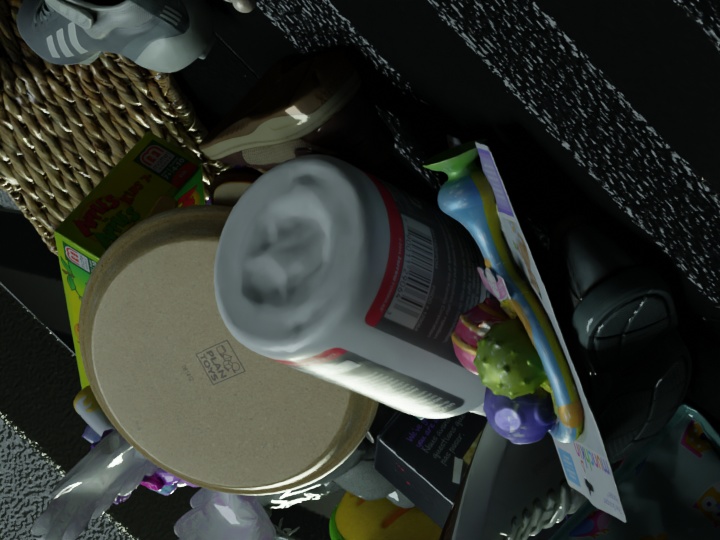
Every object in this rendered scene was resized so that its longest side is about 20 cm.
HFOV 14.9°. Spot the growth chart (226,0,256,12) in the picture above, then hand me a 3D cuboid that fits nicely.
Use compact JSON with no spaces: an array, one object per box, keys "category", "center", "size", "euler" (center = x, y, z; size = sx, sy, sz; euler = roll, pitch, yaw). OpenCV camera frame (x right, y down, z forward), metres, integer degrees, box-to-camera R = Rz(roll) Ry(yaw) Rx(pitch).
[{"category":"growth chart","center":[-0.144,-0.224,1.477],"size":[0.200,0.018,0.145],"euler":[50,167,-32]}]

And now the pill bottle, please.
[{"category":"pill bottle","center":[0.023,0.017,1.488],"size":[0.111,0.111,0.200],"euler":[32,-175,42]}]

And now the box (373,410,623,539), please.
[{"category":"box","center":[0.114,0.144,1.757],"size":[0.200,0.106,0.122],"euler":[41,169,9]}]

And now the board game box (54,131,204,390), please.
[{"category":"board game box","center":[-0.151,0.008,1.878],"size":[0.048,0.102,0.200],"euler":[30,151,19]}]

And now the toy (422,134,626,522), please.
[{"category":"toy","center":[0.072,0.032,1.399],"size":[0.115,0.047,0.200],"euler":[-149,41,-79]}]

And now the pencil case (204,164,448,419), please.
[{"category":"pencil case","center":[0.000,0.000,1.657],"size":[0.200,0.092,0.085],"euler":[43,133,3]}]

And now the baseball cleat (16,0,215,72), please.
[{"category":"baseball cleat","center":[-0.165,-0.167,1.628],"size":[0.106,0.070,0.200],"euler":[36,164,-35]}]

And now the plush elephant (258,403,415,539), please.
[{"category":"plush elephant","center":[-0.021,0.105,1.901],"size":[0.155,0.200,0.165],"euler":[-17,167,35]}]

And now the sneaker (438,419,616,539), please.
[{"category":"sneaker","center":[0.101,0.122,1.571],"size":[0.085,0.200,0.073],"euler":[25,136,4]}]

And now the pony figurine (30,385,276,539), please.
[{"category":"pony figurine","center":[-0.114,0.114,1.774],"size":[0.166,0.193,0.200],"euler":[38,-176,-34]}]

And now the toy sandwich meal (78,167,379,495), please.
[{"category":"toy sandwich meal","center":[-0.070,0.034,1.607],"size":[0.205,0.205,0.070],"euler":[43,-152,-5]}]

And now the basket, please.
[{"category":"basket","center":[-0.189,-0.129,1.887],"size":[0.200,0.149,0.143],"euler":[56,-165,-53]}]

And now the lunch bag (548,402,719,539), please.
[{"category":"lunch bag","center":[0.159,0.198,1.562],"size":[0.122,0.200,0.170],"euler":[38,168,19]}]

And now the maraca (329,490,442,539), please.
[{"category":"maraca","center":[0.043,0.196,1.977],"size":[0.137,0.107,0.200],"euler":[2,-159,6]}]

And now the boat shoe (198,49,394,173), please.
[{"category":"boat shoe","center":[-0.031,-0.073,1.531],"size":[0.072,0.072,0.200],"euler":[46,163,-12]}]

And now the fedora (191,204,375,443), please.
[{"category":"fedora","center":[-0.026,0.010,1.774],"size":[0.200,0.090,0.177],"euler":[40,169,48]}]

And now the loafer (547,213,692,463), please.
[{"category":"loafer","center":[0.129,0.035,1.428],"size":[0.063,0.072,0.200],"euler":[58,170,26]}]
